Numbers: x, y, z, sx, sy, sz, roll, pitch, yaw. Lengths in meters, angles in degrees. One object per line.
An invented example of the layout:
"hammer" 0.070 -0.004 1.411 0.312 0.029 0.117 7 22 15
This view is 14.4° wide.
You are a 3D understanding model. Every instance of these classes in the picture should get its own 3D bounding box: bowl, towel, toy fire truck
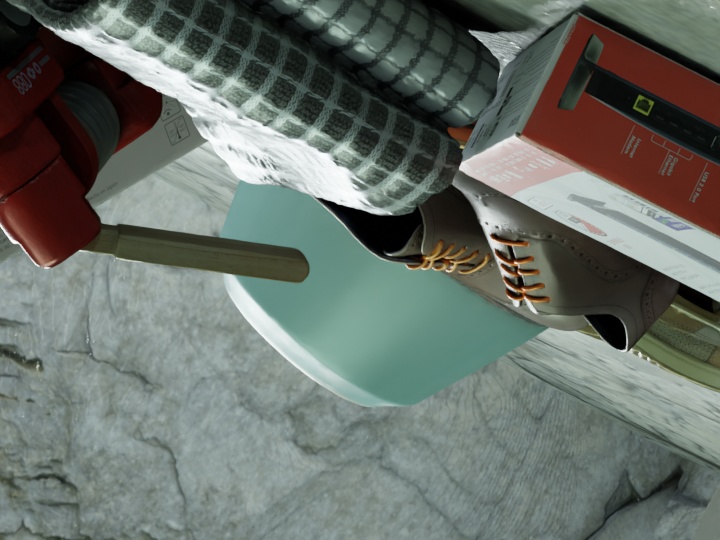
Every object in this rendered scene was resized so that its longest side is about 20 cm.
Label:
"bowl" 0.000 0.000 1.572 0.201 0.105 0.201 39 -168 -9
"towel" -0.055 -0.095 1.142 0.165 0.086 0.200 28 177 -22
"toy fire truck" -0.121 -0.060 1.283 0.200 0.129 0.176 55 -161 -10

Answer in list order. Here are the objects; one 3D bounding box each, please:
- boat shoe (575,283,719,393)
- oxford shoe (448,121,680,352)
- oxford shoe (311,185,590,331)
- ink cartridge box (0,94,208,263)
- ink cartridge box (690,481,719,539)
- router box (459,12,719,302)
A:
"boat shoe" 0.166 0.015 1.500 0.200 0.063 0.073 23 -168 8
"oxford shoe" 0.091 -0.016 1.367 0.200 0.073 0.071 29 176 -43
"oxford shoe" 0.041 -0.018 1.426 0.200 0.073 0.071 33 131 -17
"ink cartridge box" -0.163 -0.077 1.457 0.176 0.200 0.045 21 137 53
"ink cartridge box" 0.291 0.122 1.337 0.200 0.146 0.147 24 177 42
"router box" 0.134 -0.025 1.050 0.179 0.049 0.200 27 177 -2
